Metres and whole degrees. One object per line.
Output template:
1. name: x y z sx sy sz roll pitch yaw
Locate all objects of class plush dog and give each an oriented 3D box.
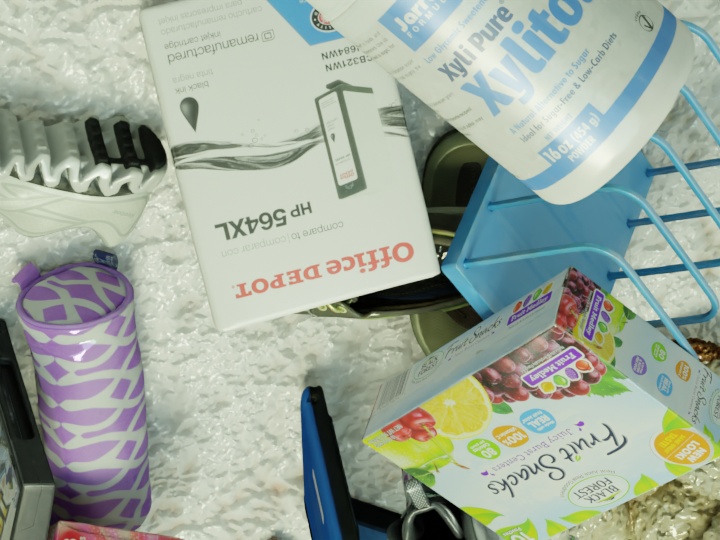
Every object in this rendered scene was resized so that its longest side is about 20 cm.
1. plush dog: 0.258 0.143 1.477 0.160 0.200 0.172 -19 142 -57

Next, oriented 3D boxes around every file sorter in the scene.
1. file sorter: 0.165 -0.041 1.281 0.122 0.201 0.139 -8 135 42

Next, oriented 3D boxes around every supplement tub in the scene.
1. supplement tub: 0.079 -0.145 1.160 0.200 0.132 0.132 37 109 -12

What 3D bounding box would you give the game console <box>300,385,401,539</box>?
1. game console: 0.029 0.197 1.414 0.117 0.200 0.172 -6 127 -8

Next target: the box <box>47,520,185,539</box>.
1. box: -0.196 0.244 1.394 0.094 0.103 0.200 13 159 -20

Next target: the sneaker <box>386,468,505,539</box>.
1. sneaker: 0.055 0.155 1.382 0.077 0.201 0.140 -29 148 12

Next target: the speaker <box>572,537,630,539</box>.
1. speaker: 0.172 0.282 1.575 0.088 0.089 0.201 13 118 -21

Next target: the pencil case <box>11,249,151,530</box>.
1. pencil case: -0.189 0.090 1.373 0.085 0.084 0.201 12 123 21

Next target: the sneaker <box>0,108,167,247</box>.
1. sneaker: -0.225 -0.060 1.276 0.199 0.075 0.081 11 128 -19

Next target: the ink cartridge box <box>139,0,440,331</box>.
1. ink cartridge box: -0.044 -0.077 1.249 0.145 0.084 0.201 -15 95 -5

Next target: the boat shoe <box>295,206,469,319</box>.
1. boat shoe: 0.000 -0.003 1.341 0.200 0.060 0.073 -5 108 10

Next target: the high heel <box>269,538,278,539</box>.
1. high heel: -0.097 0.298 1.528 0.200 0.067 0.096 -43 111 10

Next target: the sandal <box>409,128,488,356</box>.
1. sandal: 0.074 -0.001 1.389 0.079 0.057 0.202 -10 123 -7

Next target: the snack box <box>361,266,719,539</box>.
1. snack box: 0.115 0.091 1.262 0.142 0.053 0.200 34 140 -18

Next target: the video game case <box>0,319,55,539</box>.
1. video game case: -0.245 0.165 1.343 0.025 0.181 0.201 2 122 -22
